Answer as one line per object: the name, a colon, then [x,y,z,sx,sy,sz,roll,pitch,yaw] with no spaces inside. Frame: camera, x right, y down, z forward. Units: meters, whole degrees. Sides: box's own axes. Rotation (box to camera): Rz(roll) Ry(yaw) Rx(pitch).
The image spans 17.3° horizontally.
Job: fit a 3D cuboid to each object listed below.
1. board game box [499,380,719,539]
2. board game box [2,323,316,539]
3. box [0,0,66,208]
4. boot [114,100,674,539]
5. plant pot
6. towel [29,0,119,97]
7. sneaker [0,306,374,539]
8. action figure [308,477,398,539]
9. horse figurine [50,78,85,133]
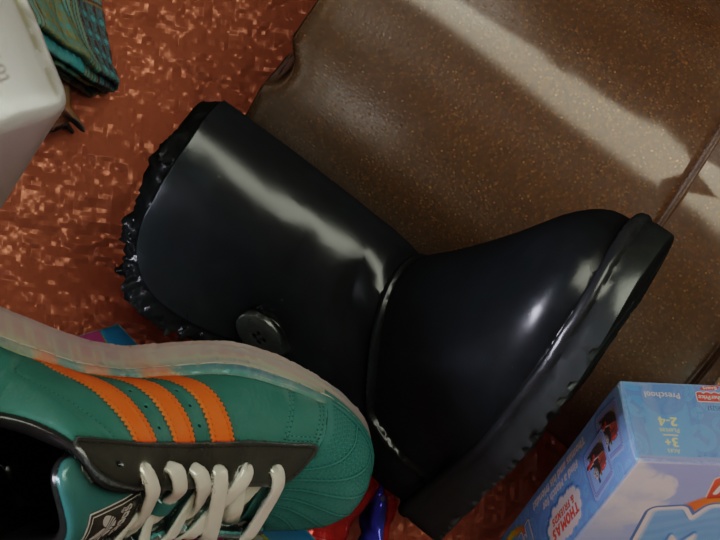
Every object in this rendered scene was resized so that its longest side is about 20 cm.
board game box: [0.130,0.108,0.892,0.150,0.200,0.037,3,55,-18]
board game box: [-0.114,0.105,0.803,0.148,0.064,0.200,45,30,18]
box: [-0.220,-0.079,0.722,0.170,0.199,0.201,-24,84,-23]
boot: [0.000,0.000,0.824,0.168,0.200,0.077,37,58,2]
plant pot: [0.070,-0.054,0.918,0.198,0.200,0.201,35,69,-2]
towel: [-0.129,-0.149,0.864,0.022,0.200,0.148,-11,82,7]
sneaker: [-0.081,0.066,0.763,0.199,0.072,0.080,13,37,-26]
action figure: [-0.025,0.130,0.914,0.065,0.052,0.202,16,74,-20]
horse figurine: [-0.196,-0.129,0.903,0.132,0.050,0.201,-22,80,-35]
